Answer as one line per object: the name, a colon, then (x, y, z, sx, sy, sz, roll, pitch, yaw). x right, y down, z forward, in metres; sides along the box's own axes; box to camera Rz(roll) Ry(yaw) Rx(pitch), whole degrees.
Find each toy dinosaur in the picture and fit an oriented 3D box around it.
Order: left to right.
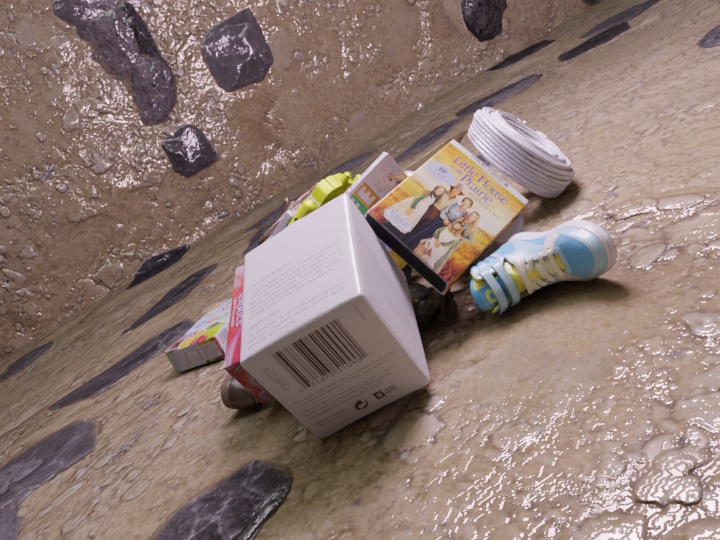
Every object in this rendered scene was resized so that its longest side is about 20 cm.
toy dinosaur: (0.076, 0.052, 0.968, 0.101, 0.078, 0.200, -21, 7, -16)

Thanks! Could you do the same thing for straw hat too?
straw hat: (0.126, -0.153, 1.189, 0.199, 0.086, 0.201, -34, 0, 0)

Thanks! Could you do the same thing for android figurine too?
android figurine: (-0.067, -0.102, 1.283, 0.201, 0.041, 0.181, -52, -21, 17)

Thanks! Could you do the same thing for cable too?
cable: (0.269, -0.202, 1.152, 0.070, 0.197, 0.201, -56, 38, 24)

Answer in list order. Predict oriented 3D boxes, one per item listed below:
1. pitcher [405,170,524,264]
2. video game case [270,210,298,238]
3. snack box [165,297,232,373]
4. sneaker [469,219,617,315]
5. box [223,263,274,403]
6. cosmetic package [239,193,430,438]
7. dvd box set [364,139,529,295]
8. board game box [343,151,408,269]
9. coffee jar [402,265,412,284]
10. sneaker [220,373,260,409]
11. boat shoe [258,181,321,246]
pitcher: (0.144, -0.089, 1.058, 0.121, 0.173, 0.199, -46, 21, -24)
video game case: (-0.135, -0.035, 1.354, 0.201, 0.022, 0.181, -56, -22, 23)
snack box: (-0.289, 0.119, 1.394, 0.140, 0.054, 0.200, -19, 19, 29)
sneaker: (0.210, 0.006, 0.833, 0.130, 0.080, 0.199, -33, 7, -21)
box: (-0.124, 0.073, 0.989, 0.101, 0.095, 0.202, -24, 40, 18)
cosmetic package: (-0.035, 0.053, 0.827, 0.163, 0.166, 0.202, -28, 36, 15)
dvd box set: (0.119, -0.078, 0.917, 0.199, 0.146, 0.030, -40, -15, -31)
board game box: (0.011, -0.049, 0.981, 0.200, 0.134, 0.034, -45, 14, 3)
coffee jar: (0.000, 0.000, 1.167, 0.198, 0.085, 0.106, -15, 52, 42)
sneaker: (-0.143, 0.147, 1.067, 0.074, 0.072, 0.201, -3, 31, 21)
boat shoe: (-0.133, -0.108, 1.366, 0.201, 0.075, 0.075, -37, -22, -24)
